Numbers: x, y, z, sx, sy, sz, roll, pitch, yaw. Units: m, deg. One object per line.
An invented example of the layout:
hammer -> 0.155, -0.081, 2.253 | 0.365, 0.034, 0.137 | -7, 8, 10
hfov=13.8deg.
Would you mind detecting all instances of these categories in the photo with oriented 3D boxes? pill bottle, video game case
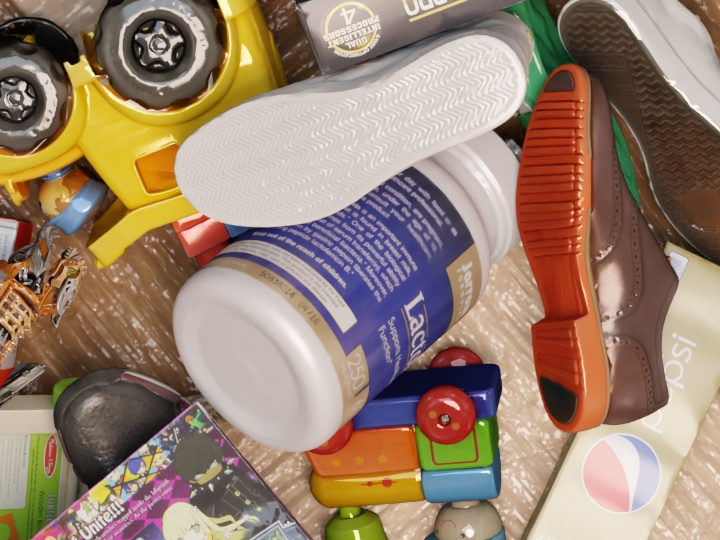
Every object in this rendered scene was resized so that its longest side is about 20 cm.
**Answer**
pill bottle -> 0.000, 0.000, 1.640 | 0.116, 0.116, 0.200 | 47, 56, 2
video game case -> -0.105, 0.201, 1.574 | 0.200, 0.036, 0.181 | -40, 81, -7

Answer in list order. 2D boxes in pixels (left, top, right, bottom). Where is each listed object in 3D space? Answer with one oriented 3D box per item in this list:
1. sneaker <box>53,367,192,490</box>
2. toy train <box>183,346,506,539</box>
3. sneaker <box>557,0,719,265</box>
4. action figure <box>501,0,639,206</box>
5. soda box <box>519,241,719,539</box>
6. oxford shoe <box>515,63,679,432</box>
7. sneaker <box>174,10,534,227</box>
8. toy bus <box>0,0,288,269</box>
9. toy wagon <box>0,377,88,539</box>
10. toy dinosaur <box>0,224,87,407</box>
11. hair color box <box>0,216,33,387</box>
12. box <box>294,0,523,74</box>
sneaker -> -0.089, 0.145, 1.639 | 0.076, 0.116, 0.200 | -38, 119, 4
toy train -> -0.014, 0.116, 1.701 | 0.199, 0.085, 0.116 | -6, 106, 9
sneaker -> 0.193, -0.094, 1.697 | 0.073, 0.085, 0.200 | -20, 111, 37
action figure -> 0.113, -0.079, 1.692 | 0.055, 0.118, 0.201 | -21, 98, 28
soda box -> 0.158, 0.087, 1.693 | 0.064, 0.068, 0.201 | 26, 89, 2
oxford shoe -> 0.133, -0.014, 1.635 | 0.072, 0.071, 0.201 | -6, 97, -25
sneaker -> 0.003, -0.084, 1.611 | 0.199, 0.116, 0.074 | -17, 102, 14
toy bus -> -0.125, -0.067, 1.687 | 0.199, 0.136, 0.193 | -22, 104, 3
toy wagon -> -0.177, 0.136, 1.694 | 0.199, 0.040, 0.156 | 0, 111, -21
toy dinosaur -> -0.248, 0.028, 1.609 | 0.200, 0.102, 0.136 | -31, 81, -40
hair color box -> -0.297, 0.012, 1.712 | 0.199, 0.064, 0.112 | 7, 90, 3
box -> 0.036, -0.182, 1.638 | 0.161, 0.200, 0.049 | -22, 112, 1
